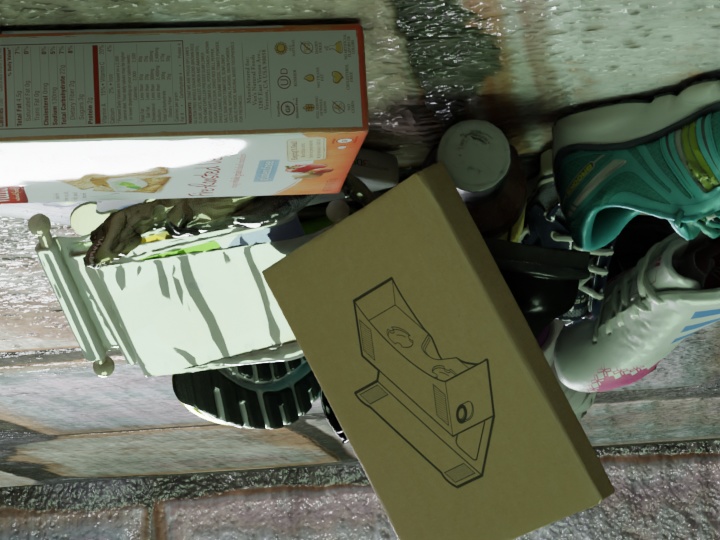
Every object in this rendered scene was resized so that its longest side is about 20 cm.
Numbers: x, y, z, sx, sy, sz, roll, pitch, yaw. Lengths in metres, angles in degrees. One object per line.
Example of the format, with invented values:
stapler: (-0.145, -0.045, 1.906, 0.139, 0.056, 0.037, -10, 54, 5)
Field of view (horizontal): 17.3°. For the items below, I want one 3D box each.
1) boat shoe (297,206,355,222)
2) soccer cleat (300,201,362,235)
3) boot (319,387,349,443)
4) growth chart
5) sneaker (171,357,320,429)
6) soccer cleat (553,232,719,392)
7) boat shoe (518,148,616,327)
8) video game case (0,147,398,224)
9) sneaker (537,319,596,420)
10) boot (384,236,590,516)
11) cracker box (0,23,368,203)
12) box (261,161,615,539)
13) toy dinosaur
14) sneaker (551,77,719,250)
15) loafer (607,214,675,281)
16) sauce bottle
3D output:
boat shoe: (-0.073, -0.007, 1.519, 0.199, 0.073, 0.065, -8, 158, -23)
soccer cleat: (0.000, 0.000, 1.478, 0.199, 0.082, 0.067, -10, -169, -18)
boot: (0.035, 0.094, 1.527, 0.138, 0.077, 0.201, -30, 137, -20)
growth chart: (-0.089, 0.009, 1.396, 0.199, 0.018, 0.145, -4, 129, 6)
sneaker: (-0.067, 0.058, 1.610, 0.090, 0.079, 0.199, 1, -168, 39)
soccer cleat: (0.188, 0.013, 1.489, 0.199, 0.070, 0.086, -32, 150, 30)
boat shoe: (0.137, -0.019, 1.444, 0.074, 0.093, 0.200, -2, 170, -8)
video game case: (-0.109, -0.052, 1.379, 0.199, 0.024, 0.182, -11, 168, 38)
sneaker: (0.143, 0.050, 1.675, 0.075, 0.100, 0.200, 10, -142, 38)
boot: (0.072, 0.067, 1.347, 0.079, 0.159, 0.211, 5, 171, -13)
cracker box: (-0.102, -0.074, 1.153, 0.198, 0.058, 0.134, -1, 170, -6)
box: (0.039, 0.058, 1.302, 0.021, 0.201, 0.163, -25, 176, -41)
toy dinosaur: (-0.055, -0.043, 1.277, 0.199, 0.048, 0.088, -9, 165, -32)
sneaker: (0.192, -0.057, 1.280, 0.199, 0.080, 0.077, -13, 166, 42)
loafer: (0.135, -0.014, 1.598, 0.199, 0.073, 0.072, -5, -149, 31)
sauce bottle: (0.066, -0.046, 1.356, 0.066, 0.067, 0.200, -3, 169, 0)
